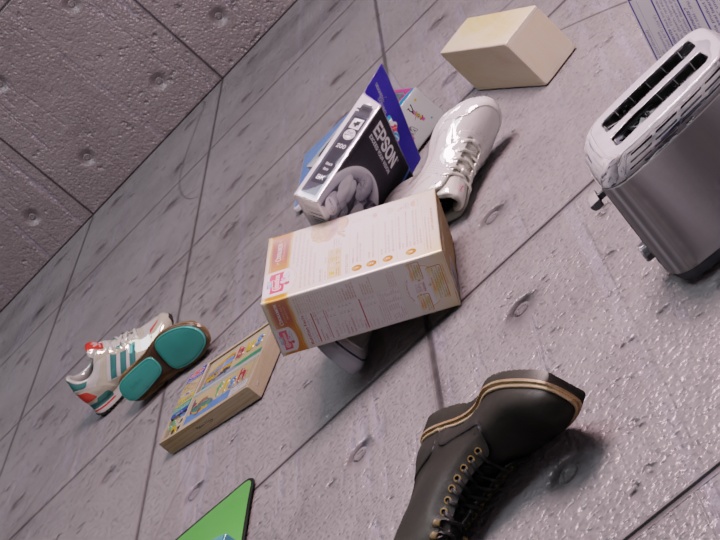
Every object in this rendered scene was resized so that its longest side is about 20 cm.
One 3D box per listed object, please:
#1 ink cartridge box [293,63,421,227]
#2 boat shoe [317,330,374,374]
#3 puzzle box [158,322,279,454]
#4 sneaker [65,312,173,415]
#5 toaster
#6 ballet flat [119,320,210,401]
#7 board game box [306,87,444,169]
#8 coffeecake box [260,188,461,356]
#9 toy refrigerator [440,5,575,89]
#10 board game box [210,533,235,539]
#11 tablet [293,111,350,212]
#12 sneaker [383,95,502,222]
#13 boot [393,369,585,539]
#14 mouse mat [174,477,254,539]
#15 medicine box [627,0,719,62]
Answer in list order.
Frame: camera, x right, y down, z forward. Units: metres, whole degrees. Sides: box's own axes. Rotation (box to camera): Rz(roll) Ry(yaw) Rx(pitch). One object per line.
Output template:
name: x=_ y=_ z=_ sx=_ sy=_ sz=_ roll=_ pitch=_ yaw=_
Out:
ink cartridge box: x=0.015 y=-0.109 z=1.639 sx=0.043 sy=0.198 sz=0.200 roll=21 pitch=69 yaw=28
boat shoe: x=-0.018 y=0.051 z=1.556 sx=0.067 sy=0.074 sz=0.200 roll=-51 pitch=17 yaw=9
puzzle box: x=-0.178 y=0.150 z=1.804 sx=0.200 sy=0.025 sz=0.133 roll=-34 pitch=23 yaw=38
sneaker: x=-0.385 y=0.132 z=2.193 sx=0.200 sy=0.093 sz=0.070 roll=-48 pitch=19 yaw=5
toaster: x=0.277 y=-0.101 z=1.106 sx=0.200 sy=0.129 sz=0.114 roll=-44 pitch=20 yaw=16
ballet flat: x=-0.281 y=0.125 z=2.045 sx=0.200 sy=0.068 sz=0.072 roll=-42 pitch=0 yaw=31
board game box: x=0.020 y=-0.181 z=1.938 sx=0.148 sy=0.064 sz=0.200 roll=-53 pitch=20 yaw=-9
coffeecake box: x=0.000 y=0.000 z=1.494 sx=0.200 sy=0.073 sz=0.154 roll=-16 pitch=27 yaw=9
toy refrigerator: x=0.184 y=-0.281 z=1.740 sx=0.070 sy=0.076 sz=0.200 roll=-52 pitch=18 yaw=-8
board game box: x=-0.191 y=0.372 z=1.360 sx=0.151 sy=0.047 sz=0.200 roll=-30 pitch=29 yaw=43
tablet: x=-0.051 y=-0.175 z=2.160 sx=0.130 sy=0.014 sz=0.200 roll=-41 pitch=19 yaw=23
sneaker: x=0.110 y=-0.110 z=1.604 sx=0.200 sy=0.078 sz=0.099 roll=-57 pitch=25 yaw=4
boot: x=0.098 y=0.168 z=1.098 sx=0.200 sy=0.077 sz=0.139 roll=-45 pitch=18 yaw=57
mouse mat: x=-0.176 y=0.326 z=1.491 sx=0.161 sy=0.008 sz=0.200 roll=-42 pitch=21 yaw=22
medicine box: x=0.362 y=-0.253 z=1.168 sx=0.182 sy=0.103 sz=0.200 roll=-35 pitch=13 yaw=-23
